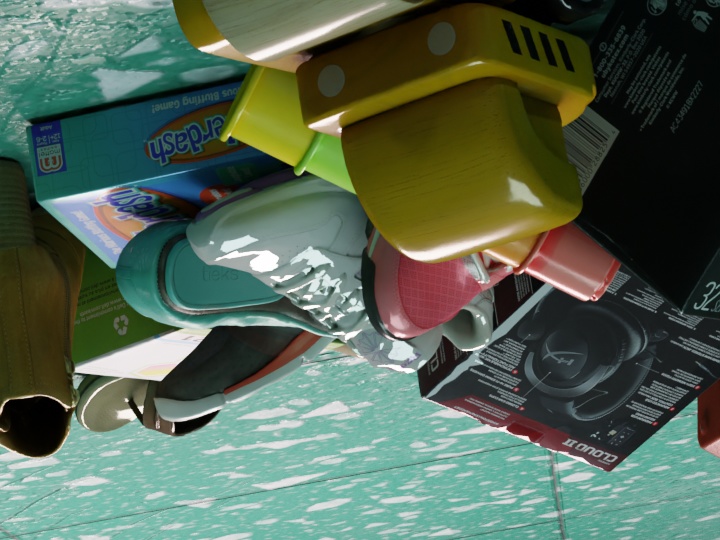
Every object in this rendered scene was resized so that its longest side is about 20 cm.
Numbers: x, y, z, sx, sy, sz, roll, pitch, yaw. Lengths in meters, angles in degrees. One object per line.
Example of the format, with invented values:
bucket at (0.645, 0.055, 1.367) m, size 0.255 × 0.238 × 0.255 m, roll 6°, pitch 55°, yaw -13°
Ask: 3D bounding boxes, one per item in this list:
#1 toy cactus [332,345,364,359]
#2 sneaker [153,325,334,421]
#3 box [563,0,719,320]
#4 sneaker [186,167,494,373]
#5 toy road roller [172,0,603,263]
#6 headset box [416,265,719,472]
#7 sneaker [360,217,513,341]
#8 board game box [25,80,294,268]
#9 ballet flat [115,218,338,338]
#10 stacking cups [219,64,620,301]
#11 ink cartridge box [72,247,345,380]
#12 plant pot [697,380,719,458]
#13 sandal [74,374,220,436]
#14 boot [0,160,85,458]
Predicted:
toy cactus at (0.037, 0.029, 1.830) m, size 0.165 × 0.102 × 0.200 m, roll 4°, pitch 177°, yaw 30°
sneaker at (-0.042, 0.007, 1.584) m, size 0.200 × 0.082 × 0.077 m, roll -36°, pitch -175°, yaw -5°
box at (0.203, -0.062, 1.344) m, size 0.200 × 0.124 × 0.149 m, roll 8°, pitch 118°, yaw -50°
sneaker at (0.000, 0.000, 1.438) m, size 0.200 × 0.100 × 0.075 m, roll 4°, pitch 161°, yaw -42°
toy road roller at (0.024, -0.086, 1.201) m, size 0.123 × 0.146 × 0.200 m, roll -19°, pitch 163°, yaw 31°
headset box at (0.137, 0.029, 1.675) m, size 0.149 × 0.077 × 0.200 m, roll 22°, pitch 133°, yaw -27°
sneaker at (0.081, -0.038, 1.410) m, size 0.200 × 0.074 × 0.087 m, roll -43°, pitch -146°, yaw -25°
board game box at (-0.058, -0.056, 1.472) m, size 0.200 × 0.045 × 0.152 m, roll -11°, pitch 166°, yaw 8°
ballet flat at (-0.047, 0.000, 1.504) m, size 0.200 × 0.067 × 0.070 m, roll 3°, pitch -177°, yaw -40°
stacking cups at (0.033, -0.045, 1.345) m, size 0.200 × 0.061 × 0.061 m, roll 27°, pitch 160°, yaw -5°
ink cartridge box at (-0.133, 0.032, 1.706) m, size 0.200 × 0.076 × 0.148 m, roll -22°, pitch 162°, yaw 35°
plant pot at (0.330, 0.050, 1.888) m, size 0.176 × 0.200 × 0.200 m, roll 7°, pitch 162°, yaw -15°
sandal at (-0.122, 0.082, 1.949) m, size 0.201 × 0.057 × 0.080 m, roll -21°, pitch 162°, yaw 37°
boot at (-0.184, 0.033, 1.538) m, size 0.071 × 0.144 × 0.201 m, roll -9°, pitch 166°, yaw 0°
